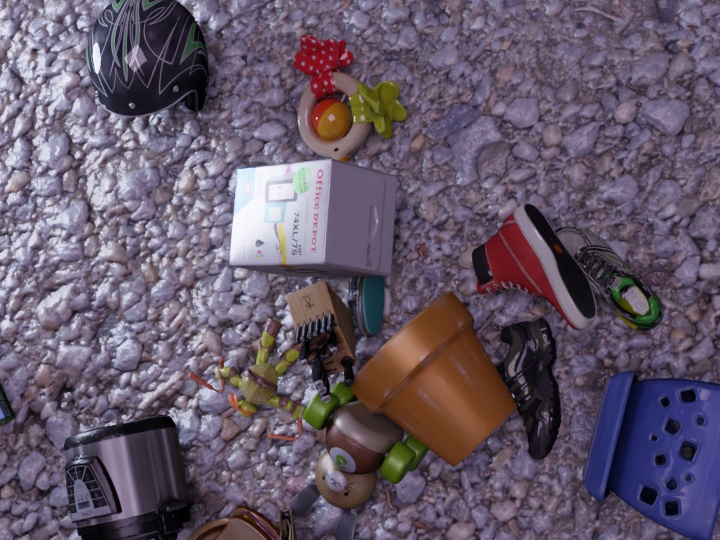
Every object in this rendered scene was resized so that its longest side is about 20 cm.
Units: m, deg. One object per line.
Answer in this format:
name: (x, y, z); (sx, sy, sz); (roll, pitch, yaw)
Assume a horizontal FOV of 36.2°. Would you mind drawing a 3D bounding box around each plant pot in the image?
plant pot: (0.115, 0.165, 1.548); (0.200, 0.200, 0.184); (-43, 81, 3)
plant pot: (0.407, 0.238, 1.488); (0.177, 0.200, 0.203); (13, 87, 18)

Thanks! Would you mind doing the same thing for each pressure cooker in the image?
pressure cooker: (-0.337, 0.326, 1.620); (0.176, 0.176, 0.203); (-11, 83, -9)

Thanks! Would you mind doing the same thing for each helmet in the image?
helmet: (-0.325, -0.322, 1.676); (0.197, 0.191, 0.204); (-1, 83, 10)

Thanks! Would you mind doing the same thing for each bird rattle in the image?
bird rattle: (-0.038, -0.255, 1.672); (0.199, 0.112, 0.164); (36, 107, 14)

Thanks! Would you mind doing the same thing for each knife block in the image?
knife block: (-0.043, 0.115, 1.563); (0.063, 0.200, 0.178); (-20, 67, 7)

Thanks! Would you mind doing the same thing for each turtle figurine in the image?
turtle figurine: (-0.154, 0.154, 1.661); (0.198, 0.064, 0.163); (28, 89, 11)

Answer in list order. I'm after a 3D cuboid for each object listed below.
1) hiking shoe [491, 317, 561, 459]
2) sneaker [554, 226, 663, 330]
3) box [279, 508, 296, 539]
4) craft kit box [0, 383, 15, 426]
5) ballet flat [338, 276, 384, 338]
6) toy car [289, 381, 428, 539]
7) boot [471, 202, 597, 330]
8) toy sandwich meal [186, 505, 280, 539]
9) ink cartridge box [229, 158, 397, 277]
hiking shoe: (0.236, 0.173, 1.598); (0.099, 0.076, 0.203); (-5, 76, 20)
sneaker: (0.357, 0.004, 1.580); (0.199, 0.085, 0.078); (39, 91, 12)
box: (-0.084, 0.454, 1.548); (0.021, 0.163, 0.203); (-13, 95, -4)
craft kit box: (-0.678, 0.194, 1.759); (0.196, 0.049, 0.202); (-28, 80, 3)
ballet flat: (0.000, 0.000, 1.659); (0.073, 0.074, 0.204); (2, 83, 10)
toy car: (-0.023, 0.293, 1.591); (0.163, 0.158, 0.202); (32, 102, 15)
boot: (0.243, 0.025, 1.583); (0.144, 0.072, 0.202); (-45, 62, 33)
toy sandwich meal: (-0.192, 0.459, 1.632); (0.202, 0.070, 0.209); (-1, 84, 10)
ink cartridge box: (-0.068, -0.071, 1.589); (0.198, 0.145, 0.149); (-1, 82, 42)
